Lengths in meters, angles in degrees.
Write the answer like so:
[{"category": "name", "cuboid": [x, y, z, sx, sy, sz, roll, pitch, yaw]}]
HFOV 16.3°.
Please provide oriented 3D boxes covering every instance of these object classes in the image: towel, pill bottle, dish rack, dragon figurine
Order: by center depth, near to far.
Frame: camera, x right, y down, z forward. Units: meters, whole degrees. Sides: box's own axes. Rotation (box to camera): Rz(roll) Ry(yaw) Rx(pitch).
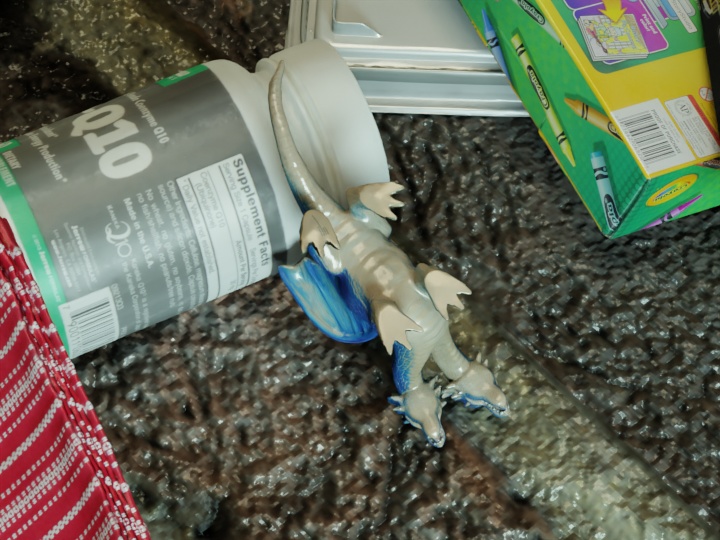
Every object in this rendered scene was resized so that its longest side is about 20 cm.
[{"category": "towel", "cuboid": [-0.183, 0.089, 1.176, 0.145, 0.022, 0.200, -39, 64, 24]}, {"category": "dragon figurine", "cuboid": [0.000, 0.000, 1.225, 0.059, 0.099, 0.200, -39, 85, -15]}, {"category": "pill bottle", "cuboid": [-0.094, -0.038, 1.271, 0.200, 0.113, 0.113, -23, 58, -15]}, {"category": "dish rack", "cuboid": [0.046, -0.178, 1.408, 0.171, 0.044, 0.200, 2, 55, 3]}]

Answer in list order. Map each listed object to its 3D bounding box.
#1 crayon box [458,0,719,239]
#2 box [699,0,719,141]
[{"category": "crayon box", "cuboid": [0.136, -0.124, 1.320, 0.119, 0.058, 0.200, -16, 65, -30]}, {"category": "box", "cuboid": [0.274, -0.069, 1.277, 0.200, 0.050, 0.199, 13, 50, -22]}]
